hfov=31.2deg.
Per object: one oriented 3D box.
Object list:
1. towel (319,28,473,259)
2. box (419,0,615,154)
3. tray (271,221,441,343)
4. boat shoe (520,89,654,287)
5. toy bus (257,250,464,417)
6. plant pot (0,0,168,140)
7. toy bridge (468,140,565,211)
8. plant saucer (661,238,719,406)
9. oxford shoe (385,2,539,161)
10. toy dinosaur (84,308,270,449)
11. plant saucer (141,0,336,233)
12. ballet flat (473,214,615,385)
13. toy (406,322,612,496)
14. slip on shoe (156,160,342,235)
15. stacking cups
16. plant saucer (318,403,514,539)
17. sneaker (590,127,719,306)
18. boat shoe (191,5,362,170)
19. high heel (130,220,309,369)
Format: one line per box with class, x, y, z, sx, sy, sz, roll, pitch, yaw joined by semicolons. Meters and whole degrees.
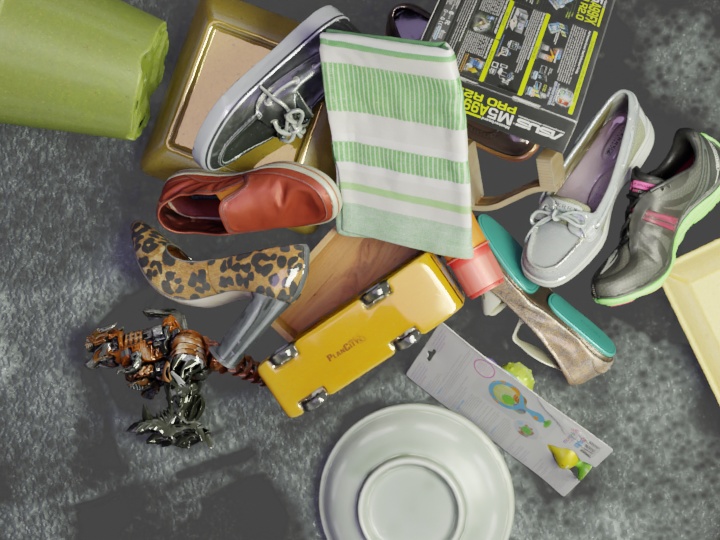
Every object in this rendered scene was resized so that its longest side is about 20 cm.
towel;0.031;-0.114;1.172;0.152;0.023;0.201;13;120;33
box;0.144;-0.215;1.211;0.160;0.044;0.201;21;51;2
tray;0.000;0.000;1.281;0.099;0.037;0.200;42;100;-2
boat shoe;0.212;-0.078;1.230;0.074;0.065;0.202;28;79;35
toy bus;0.000;0.059;1.233;0.200;0.078;0.065;-34;96;11
plant pot;-0.295;-0.212;1.269;0.189;0.200;0.201;17;92;-3
toy bridge;0.104;-0.093;1.256;0.199;0.027;0.067;7;127;31
plant saucer;0.415;0.046;1.237;0.199;0.048;0.201;-26;87;7
oxford shoe;0.097;-0.183;1.265;0.200;0.073;0.071;43;94;5
toy dinosaur;-0.184;0.105;1.296;0.199;0.102;0.136;-1;72;28
plant saucer;-0.107;-0.162;1.297;0.199;0.048;0.201;21;92;8
ballet flat;0.161;0.036;1.264;0.200;0.068;0.067;48;119;7
toy;0.149;0.127;1.259;0.200;0.115;0.047;40;55;8
slip on shoe;-0.110;-0.062;1.243;0.199;0.061;0.074;1;130;24
stacking cups;0.076;-0.070;1.223;0.060;0.061;0.201;-29;90;6
plant saucer;0.053;0.234;1.277;0.199;0.050;0.201;0;93;8
sneaker;0.273;-0.052;1.223;0.084;0.077;0.200;42;75;-24
boat shoe;-0.073;-0.159;1.225;0.199;0.074;0.068;-43;71;-4
high heel;-0.139;-0.019;1.282;0.143;0.071;0.200;-49;65;13
